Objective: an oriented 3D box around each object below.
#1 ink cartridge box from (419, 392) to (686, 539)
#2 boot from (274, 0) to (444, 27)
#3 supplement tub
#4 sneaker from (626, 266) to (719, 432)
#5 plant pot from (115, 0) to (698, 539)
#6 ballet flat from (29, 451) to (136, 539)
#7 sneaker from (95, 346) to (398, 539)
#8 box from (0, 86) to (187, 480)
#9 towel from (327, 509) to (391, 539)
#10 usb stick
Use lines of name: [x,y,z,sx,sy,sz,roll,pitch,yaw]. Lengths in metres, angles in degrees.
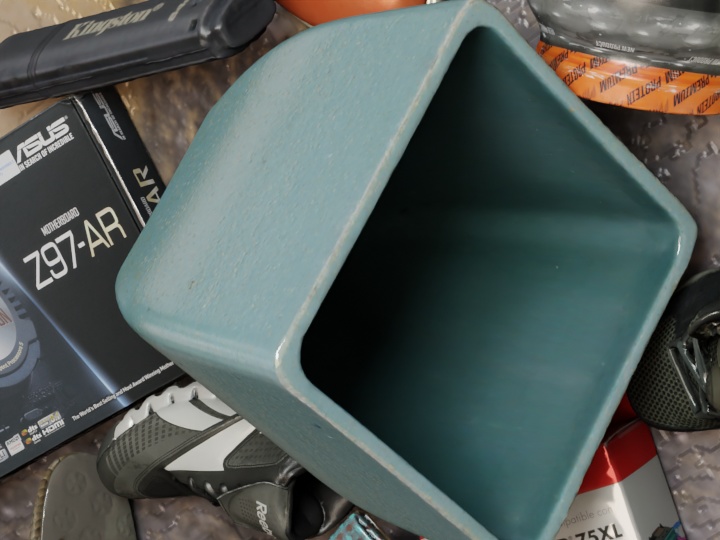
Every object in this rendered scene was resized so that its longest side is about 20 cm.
ink cartridge box: [0.102,0.150,1.272,0.116,0.067,0.201,-20,91,25]
boot: [-0.052,-0.172,1.262,0.200,0.107,0.075,37,108,11]
supplement tub: [0.142,-0.179,1.166,0.122,0.122,0.201,13,105,21]
sneaker: [0.171,0.041,1.173,0.199,0.114,0.077,-21,91,53]
plant pot: [0.000,0.000,1.200,0.199,0.196,0.196,9,65,48]
ballet flat: [-0.153,0.198,1.402,0.046,0.067,0.201,6,107,53]
sneaker: [-0.055,0.102,1.315,0.199,0.066,0.091,-14,52,24]
box: [-0.182,0.016,1.385,0.199,0.043,0.161,-28,88,25]
towel: [0.021,0.239,1.271,0.200,0.022,0.147,46,110,12]
usb stick: [-0.124,-0.115,1.300,0.199,0.055,0.033,-7,118,45]
